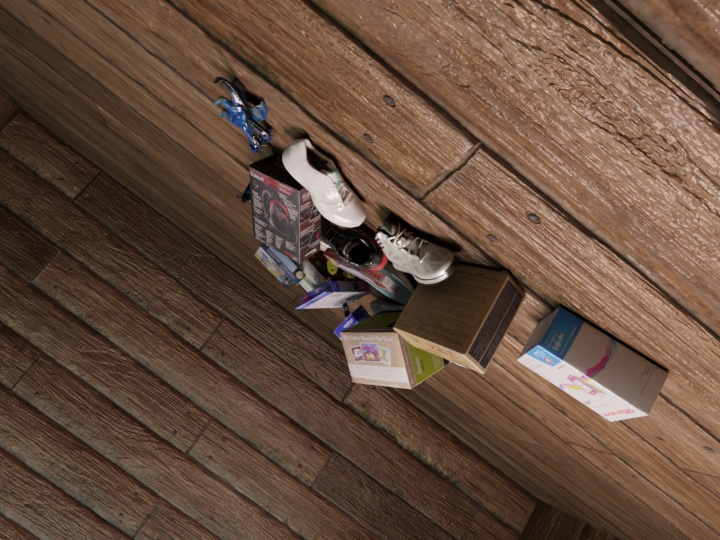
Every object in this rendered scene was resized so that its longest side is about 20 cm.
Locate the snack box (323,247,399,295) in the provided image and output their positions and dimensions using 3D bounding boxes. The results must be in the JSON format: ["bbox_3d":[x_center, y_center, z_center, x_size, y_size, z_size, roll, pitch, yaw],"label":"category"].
[{"bbox_3d":[0.000,0.000,1.263,0.199,0.025,0.072,26,171,38],"label":"snack box"}]

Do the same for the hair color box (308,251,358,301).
[{"bbox_3d":[-0.080,0.010,1.583,0.199,0.062,0.101,37,166,-6],"label":"hair color box"}]

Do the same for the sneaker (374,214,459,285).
[{"bbox_3d":[0.088,-0.041,0.996,0.115,0.076,0.200,42,167,-29],"label":"sneaker"}]

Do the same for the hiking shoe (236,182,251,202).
[{"bbox_3d":[-0.207,-0.146,1.333,0.199,0.087,0.074,40,165,-15],"label":"hiking shoe"}]

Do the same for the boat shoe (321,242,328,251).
[{"bbox_3d":[-0.146,-0.088,1.416,0.199,0.066,0.072,34,165,6],"label":"boat shoe"}]

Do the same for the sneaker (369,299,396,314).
[{"bbox_3d":[0.069,0.117,1.525,0.088,0.076,0.200,41,167,-7],"label":"sneaker"}]

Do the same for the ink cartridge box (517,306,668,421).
[{"bbox_3d":[0.390,0.165,0.923,0.198,0.085,0.145,32,165,12],"label":"ink cartridge box"}]

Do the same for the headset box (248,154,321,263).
[{"bbox_3d":[-0.158,-0.139,1.138,0.147,0.075,0.202,28,134,27],"label":"headset box"}]

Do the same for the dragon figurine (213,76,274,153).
[{"bbox_3d":[-0.204,-0.281,0.957,0.099,0.059,0.200,36,166,1],"label":"dragon figurine"}]

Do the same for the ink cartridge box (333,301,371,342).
[{"bbox_3d":[0.009,0.178,1.462,0.200,0.076,0.136,46,-167,3],"label":"ink cartridge box"}]

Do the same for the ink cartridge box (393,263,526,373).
[{"bbox_3d":[0.176,0.076,0.979,0.075,0.166,0.199,41,166,-31],"label":"ink cartridge box"}]

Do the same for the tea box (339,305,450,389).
[{"bbox_3d":[0.093,0.173,1.271,0.198,0.195,0.136,-7,100,49],"label":"tea box"}]

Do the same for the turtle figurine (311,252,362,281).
[{"bbox_3d":[-0.073,-0.003,1.453,0.198,0.065,0.161,28,172,-9],"label":"turtle figurine"}]

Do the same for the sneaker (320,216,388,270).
[{"bbox_3d":[-0.034,-0.065,1.171,0.199,0.072,0.098,32,-167,12],"label":"sneaker"}]

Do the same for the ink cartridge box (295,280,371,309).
[{"bbox_3d":[-0.074,0.065,1.440,0.118,0.043,0.199,-28,164,33],"label":"ink cartridge box"}]

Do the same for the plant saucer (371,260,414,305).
[{"bbox_3d":[0.061,0.011,1.301,0.200,0.039,0.201,33,166,9],"label":"plant saucer"}]

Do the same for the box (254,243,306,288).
[{"bbox_3d":[-0.222,-0.016,1.459,0.137,0.038,0.200,46,166,-8],"label":"box"}]

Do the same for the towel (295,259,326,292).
[{"bbox_3d":[-0.170,-0.007,1.517,0.171,0.048,0.200,44,167,-1],"label":"towel"}]

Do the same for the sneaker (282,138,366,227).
[{"bbox_3d":[-0.055,-0.159,0.988,0.200,0.076,0.088,43,153,-19],"label":"sneaker"}]
